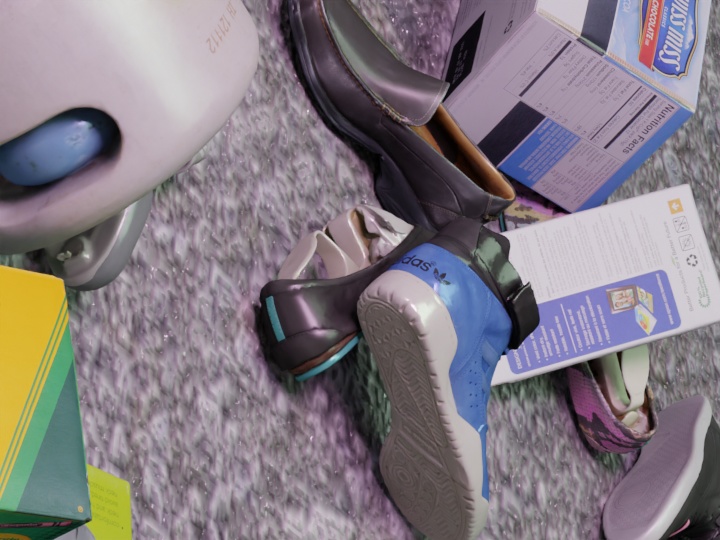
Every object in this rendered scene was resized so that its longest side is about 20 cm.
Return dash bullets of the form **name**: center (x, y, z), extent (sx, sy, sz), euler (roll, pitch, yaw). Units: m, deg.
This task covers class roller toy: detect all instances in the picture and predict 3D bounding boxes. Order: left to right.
- **roller toy**: center (-0.148, -0.102, 1.363), extent (0.182, 0.200, 0.140), euler (-44, 116, -21)

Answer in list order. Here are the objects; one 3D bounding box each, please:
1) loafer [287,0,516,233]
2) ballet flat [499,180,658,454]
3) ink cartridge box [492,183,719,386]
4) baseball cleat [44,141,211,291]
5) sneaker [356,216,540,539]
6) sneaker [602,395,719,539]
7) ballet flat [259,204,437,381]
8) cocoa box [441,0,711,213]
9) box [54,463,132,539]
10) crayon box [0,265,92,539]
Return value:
- **loafer**: center (0.025, -0.106, 1.781), extent (0.200, 0.072, 0.073), euler (54, 33, -27)
- **ballet flat**: center (0.157, 0.027, 1.927), extent (0.069, 0.071, 0.200), euler (-21, 93, -36)
- **ink cartridge box**: center (0.137, 0.013, 1.862), extent (0.200, 0.037, 0.095), euler (-15, 85, -22)
- **baseball cleat**: center (-0.116, -0.062, 1.510), extent (0.106, 0.070, 0.200), euler (41, 41, -43)
- **sneaker**: center (0.063, 0.062, 1.669), extent (0.111, 0.077, 0.200), euler (-41, 133, -35)
- **sneaker**: center (0.228, 0.169, 1.970), extent (0.099, 0.071, 0.200), euler (59, 26, -11)
- **ballet flat**: center (0.000, 0.000, 1.683), extent (0.068, 0.068, 0.200), euler (60, 29, -3)
- **cocoa box**: center (0.148, -0.162, 1.929), extent (0.131, 0.133, 0.200), euler (30, 42, -15)
- **box**: center (-0.156, 0.178, 1.318), extent (0.122, 0.048, 0.200), euler (31, 47, -50)
- **crayon box**: center (-0.215, 0.051, 1.232), extent (0.200, 0.058, 0.119), euler (12, 60, -42)
